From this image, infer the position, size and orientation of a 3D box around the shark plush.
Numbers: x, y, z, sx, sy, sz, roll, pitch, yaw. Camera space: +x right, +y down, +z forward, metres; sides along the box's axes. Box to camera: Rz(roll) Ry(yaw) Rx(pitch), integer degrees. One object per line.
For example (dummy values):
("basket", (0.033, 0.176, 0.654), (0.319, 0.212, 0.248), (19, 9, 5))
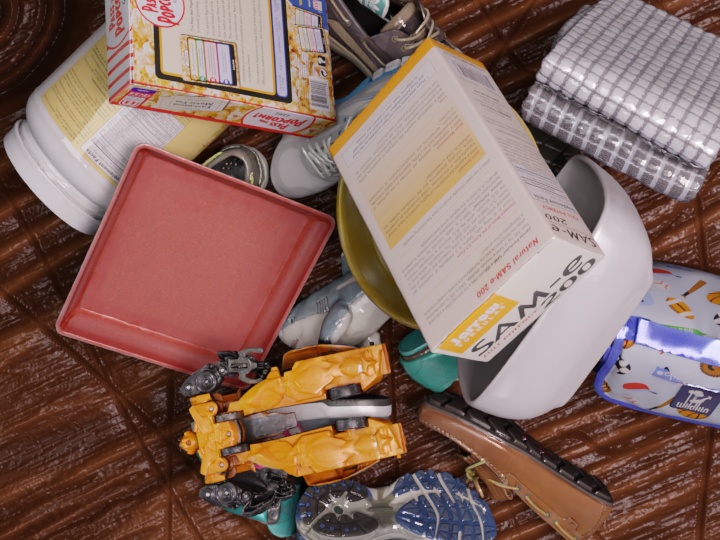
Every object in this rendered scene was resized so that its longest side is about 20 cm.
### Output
("shark plush", (0.000, 0.000, 1.096), (0.083, 0.090, 0.202), (40, 104, 36))

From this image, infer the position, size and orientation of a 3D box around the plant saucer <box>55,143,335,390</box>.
("plant saucer", (-0.152, -0.004, 1.073), (0.197, 0.037, 0.202), (20, 112, -24))

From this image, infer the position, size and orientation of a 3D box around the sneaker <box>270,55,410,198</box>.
("sneaker", (-0.016, -0.117, 1.053), (0.199, 0.087, 0.075), (-33, 107, 34))

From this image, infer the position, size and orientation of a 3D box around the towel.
("towel", (0.237, -0.151, 0.997), (0.164, 0.200, 0.086), (28, 128, 10))

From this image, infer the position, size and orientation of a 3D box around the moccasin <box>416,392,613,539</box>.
("moccasin", (0.134, 0.183, 1.078), (0.200, 0.074, 0.078), (33, 103, -11))

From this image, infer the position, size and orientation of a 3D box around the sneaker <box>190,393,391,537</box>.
("sneaker", (-0.060, 0.184, 1.098), (0.197, 0.084, 0.123), (-10, 86, 16))

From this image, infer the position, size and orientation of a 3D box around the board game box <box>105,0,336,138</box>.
("board game box", (-0.117, -0.204, 0.992), (0.046, 0.198, 0.154), (-22, 67, 50))

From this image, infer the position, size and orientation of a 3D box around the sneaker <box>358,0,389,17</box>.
("sneaker", (0.067, -0.288, 1.040), (0.198, 0.070, 0.094), (-31, 76, -21))

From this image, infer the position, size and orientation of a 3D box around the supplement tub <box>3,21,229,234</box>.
("supplement tub", (-0.213, -0.145, 1.078), (0.199, 0.145, 0.146), (-41, 86, 8))

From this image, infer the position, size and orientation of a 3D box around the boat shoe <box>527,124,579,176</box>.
("boat shoe", (0.115, -0.053, 1.072), (0.199, 0.074, 0.076), (-41, 73, -9))

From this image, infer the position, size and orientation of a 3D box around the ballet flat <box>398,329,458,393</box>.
("ballet flat", (0.129, 0.046, 1.085), (0.199, 0.068, 0.071), (-34, 112, 8))

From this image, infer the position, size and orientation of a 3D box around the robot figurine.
("robot figurine", (-0.064, 0.134, 1.036), (0.197, 0.058, 0.148), (-12, 83, 9))

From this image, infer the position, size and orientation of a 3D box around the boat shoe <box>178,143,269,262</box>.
("boat shoe", (-0.163, -0.035, 1.117), (0.072, 0.060, 0.203), (37, 97, 5))

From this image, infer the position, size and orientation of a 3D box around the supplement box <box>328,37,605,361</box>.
("supplement box", (0.072, -0.052, 0.864), (0.126, 0.073, 0.202), (-44, 55, 27))

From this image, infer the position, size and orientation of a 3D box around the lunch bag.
("lunch bag", (0.284, 0.064, 0.988), (0.167, 0.200, 0.126), (14, 94, 6))

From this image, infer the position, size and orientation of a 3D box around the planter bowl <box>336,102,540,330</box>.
("planter bowl", (0.082, -0.053, 0.972), (0.198, 0.083, 0.204), (1, 92, 35))

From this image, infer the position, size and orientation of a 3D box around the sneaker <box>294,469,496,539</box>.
("sneaker", (0.029, 0.239, 1.091), (0.197, 0.078, 0.086), (7, 137, -16))

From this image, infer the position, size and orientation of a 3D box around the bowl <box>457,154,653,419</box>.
("bowl", (0.160, 0.019, 0.940), (0.074, 0.200, 0.201), (30, 107, -7))

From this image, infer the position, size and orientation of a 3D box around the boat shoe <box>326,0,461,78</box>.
("boat shoe", (0.034, -0.206, 1.065), (0.198, 0.073, 0.075), (32, 69, 6))
